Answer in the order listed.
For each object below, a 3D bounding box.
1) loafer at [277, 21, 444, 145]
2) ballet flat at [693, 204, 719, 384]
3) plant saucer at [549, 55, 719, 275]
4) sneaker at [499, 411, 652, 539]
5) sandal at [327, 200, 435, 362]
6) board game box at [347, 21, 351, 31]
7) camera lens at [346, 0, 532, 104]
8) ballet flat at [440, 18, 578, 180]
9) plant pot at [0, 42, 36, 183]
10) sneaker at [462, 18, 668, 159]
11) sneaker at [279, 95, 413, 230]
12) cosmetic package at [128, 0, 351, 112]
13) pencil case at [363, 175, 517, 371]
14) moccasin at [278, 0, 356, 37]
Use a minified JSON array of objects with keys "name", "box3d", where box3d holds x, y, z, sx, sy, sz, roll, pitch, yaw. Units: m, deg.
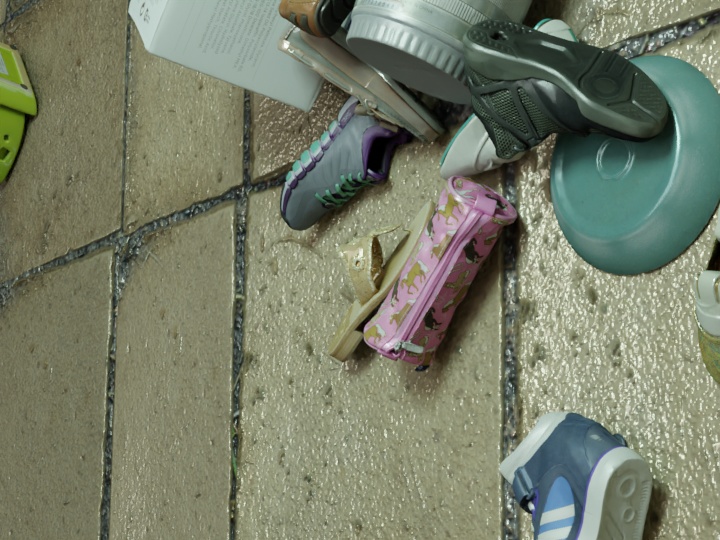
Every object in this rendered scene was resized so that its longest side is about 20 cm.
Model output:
[{"name":"loafer","box3d":[0.000,-0.197,1.338,0.063,0.200,0.072,-46,7,10]},{"name":"ballet flat","box3d":[0.301,-0.008,1.006,0.071,0.070,0.202,25,102,50]},{"name":"plant saucer","box3d":[0.236,-0.098,1.130,0.199,0.036,0.202,-14,71,49]},{"name":"sneaker","box3d":[0.173,0.225,1.109,0.146,0.080,0.202,28,107,58]},{"name":"sandal","box3d":[0.000,0.003,1.352,0.213,0.069,0.078,-59,10,27]},{"name":"board game box","box3d":[-0.064,-0.335,1.547,0.134,0.045,0.202,-37,55,40]},{"name":"camera lens","box3d":[0.090,-0.284,1.229,0.159,0.159,0.201,21,85,51]},{"name":"ballet flat","box3d":[0.150,-0.150,1.234,0.201,0.069,0.070,-54,45,27]},{"name":"plant pot","box3d":[-0.680,-0.301,2.189,0.182,0.198,0.201,-49,47,23]},{"name":"sneaker","box3d":[0.180,-0.143,1.130,0.198,0.076,0.115,24,142,25]},{"name":"sneaker","box3d":[-0.019,-0.108,1.421,0.201,0.074,0.088,-55,50,26]},{"name":"cosmetic package","box3d":[-0.128,-0.305,1.398,0.166,0.199,0.165,-63,27,18]},{"name":"pencil case","box3d":[0.079,0.002,1.264,0.201,0.082,0.087,-61,41,20]},{"name":"moccasin","box3d":[-0.007,-0.323,1.289,0.077,0.074,0.202,29,77,32]}]
